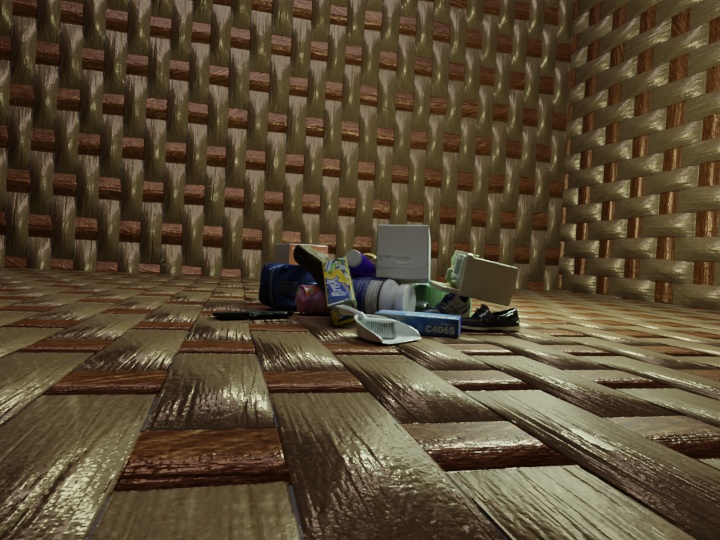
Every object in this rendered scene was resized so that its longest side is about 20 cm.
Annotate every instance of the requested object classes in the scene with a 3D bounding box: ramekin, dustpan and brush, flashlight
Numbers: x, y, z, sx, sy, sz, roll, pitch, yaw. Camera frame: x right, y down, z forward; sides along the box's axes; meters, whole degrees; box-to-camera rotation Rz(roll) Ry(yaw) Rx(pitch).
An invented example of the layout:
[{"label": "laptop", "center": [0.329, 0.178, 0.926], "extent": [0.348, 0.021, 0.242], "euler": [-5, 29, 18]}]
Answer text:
[{"label": "ramekin", "center": [0.250, 0.093, 1.597], "extent": [0.197, 0.099, 0.200], "euler": [3, 2, 0]}, {"label": "dustpan and brush", "center": [0.018, 0.112, 1.122], "extent": [0.198, 0.058, 0.139], "euler": [4, 2, 40]}, {"label": "flashlight", "center": [0.101, 0.107, 1.518], "extent": [0.198, 0.068, 0.068], "euler": [9, -23, 30]}]

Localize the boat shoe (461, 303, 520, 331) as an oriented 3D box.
[{"label": "boat shoe", "center": [0.325, 0.120, 1.336], "extent": [0.196, 0.067, 0.074], "euler": [3, 1, -13]}]

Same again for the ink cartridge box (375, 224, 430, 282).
[{"label": "ink cartridge box", "center": [0.127, -0.042, 1.483], "extent": [0.144, 0.148, 0.200], "euler": [1, -5, 8]}]

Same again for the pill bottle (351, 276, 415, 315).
[{"label": "pill bottle", "center": [0.042, 0.079, 1.397], "extent": [0.198, 0.118, 0.115], "euler": [5, 2, 27]}]

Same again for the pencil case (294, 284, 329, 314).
[{"label": "pencil case", "center": [-0.091, 0.086, 1.512], "extent": [0.198, 0.089, 0.087], "euler": [2, 2, -31]}]

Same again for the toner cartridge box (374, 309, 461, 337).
[{"label": "toner cartridge box", "center": [0.138, 0.125, 1.231], "extent": [0.197, 0.044, 0.095], "euler": [3, 0, 15]}]

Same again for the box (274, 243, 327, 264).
[{"label": "box", "center": [-0.200, 0.014, 1.720], "extent": [0.151, 0.203, 0.106], "euler": [1, 2, -36]}]

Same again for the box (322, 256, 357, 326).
[{"label": "box", "center": [-0.052, 0.049, 1.318], "extent": [0.069, 0.065, 0.201], "euler": [-15, 33, 1]}]

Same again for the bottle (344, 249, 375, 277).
[{"label": "bottle", "center": [0.000, 0.000, 1.494], "extent": [0.082, 0.066, 0.200], "euler": [12, -17, 16]}]

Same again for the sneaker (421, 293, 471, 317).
[{"label": "sneaker", "center": [0.230, 0.103, 1.417], "extent": [0.075, 0.090, 0.198], "euler": [7, 5, 44]}]

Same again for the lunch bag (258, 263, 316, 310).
[{"label": "lunch bag", "center": [-0.194, 0.051, 1.569], "extent": [0.198, 0.138, 0.132], "euler": [4, 1, -37]}]

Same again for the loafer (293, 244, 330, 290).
[{"label": "loafer", "center": [-0.113, -0.014, 1.497], "extent": [0.067, 0.077, 0.200], "euler": [-14, 48, -46]}]

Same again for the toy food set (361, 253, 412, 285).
[{"label": "toy food set", "center": [0.068, 0.044, 1.654], "extent": [0.197, 0.200, 0.049], "euler": [7, 30, 8]}]

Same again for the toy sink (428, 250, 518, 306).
[{"label": "toy sink", "center": [0.301, 0.013, 1.401], "extent": [0.197, 0.114, 0.130], "euler": [13, 4, -6]}]

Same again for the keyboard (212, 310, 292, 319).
[{"label": "keyboard", "center": [-0.262, 0.114, 1.314], "extent": [0.198, 0.021, 0.126], "euler": [1, -3, -37]}]
